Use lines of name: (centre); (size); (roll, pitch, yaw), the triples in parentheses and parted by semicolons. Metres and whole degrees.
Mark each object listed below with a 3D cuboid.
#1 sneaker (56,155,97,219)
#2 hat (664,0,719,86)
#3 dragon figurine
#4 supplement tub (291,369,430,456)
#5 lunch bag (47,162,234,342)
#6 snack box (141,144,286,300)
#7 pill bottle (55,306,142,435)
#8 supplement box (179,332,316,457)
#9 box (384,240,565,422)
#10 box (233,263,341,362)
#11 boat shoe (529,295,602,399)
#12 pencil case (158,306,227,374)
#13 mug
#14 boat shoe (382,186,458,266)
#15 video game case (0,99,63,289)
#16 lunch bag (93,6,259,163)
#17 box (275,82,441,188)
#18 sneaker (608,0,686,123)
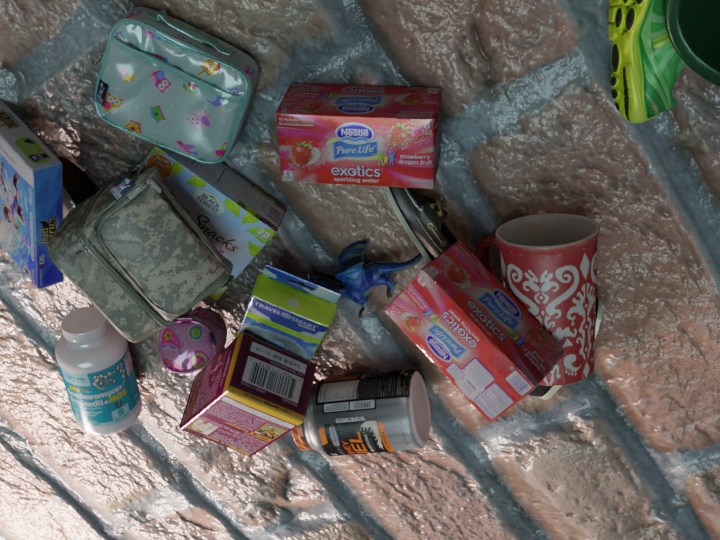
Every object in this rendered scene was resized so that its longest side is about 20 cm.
sneaker: (-0.408, -0.070, 1.365); (0.085, 0.073, 0.200); (-18, 121, 19)
hat: (0.458, -0.303, 1.041); (0.200, 0.176, 0.166); (41, 143, 3)
dragon figurine: (0.000, 0.000, 1.343); (0.200, 0.059, 0.099); (-35, 112, 31)
supplement tub: (0.000, 0.222, 1.462); (0.200, 0.123, 0.123); (-8, 123, 18)
lunch bag: (-0.285, -0.029, 1.255); (0.168, 0.139, 0.200); (-29, 114, 18)
snack box: (-0.234, -0.077, 1.330); (0.200, 0.068, 0.169); (35, 125, -15)
pill bottle: (-0.419, 0.157, 1.506); (0.111, 0.111, 0.200); (2, 125, 10)
supplement box: (-0.173, 0.194, 1.447); (0.131, 0.103, 0.200); (26, 144, -20)
box: (0.144, 0.078, 1.202); (0.200, 0.095, 0.103); (46, 133, 7)
box: (-0.111, 0.076, 1.387); (0.122, 0.048, 0.200); (22, 148, -5)
boat shoe: (0.281, 0.108, 1.357); (0.068, 0.072, 0.200); (21, 128, -9)
pencil case: (-0.241, 0.098, 1.377); (0.087, 0.200, 0.088); (0, 91, -2)
mug: (0.246, 0.033, 1.268); (0.133, 0.178, 0.200); (-12, 110, -12)
boat shoe: (0.092, -0.061, 1.273); (0.061, 0.072, 0.201); (-28, 108, 12)
video game case: (-0.473, -0.105, 1.308); (0.181, 0.045, 0.200); (41, 135, 33)
lunch bag: (-0.238, -0.239, 1.209); (0.200, 0.077, 0.160); (23, 126, -5)
box: (0.000, -0.172, 1.198); (0.200, 0.096, 0.100); (4, 125, 8)
sneaker: (0.335, -0.272, 1.089); (0.083, 0.074, 0.200); (-13, 121, -12)
